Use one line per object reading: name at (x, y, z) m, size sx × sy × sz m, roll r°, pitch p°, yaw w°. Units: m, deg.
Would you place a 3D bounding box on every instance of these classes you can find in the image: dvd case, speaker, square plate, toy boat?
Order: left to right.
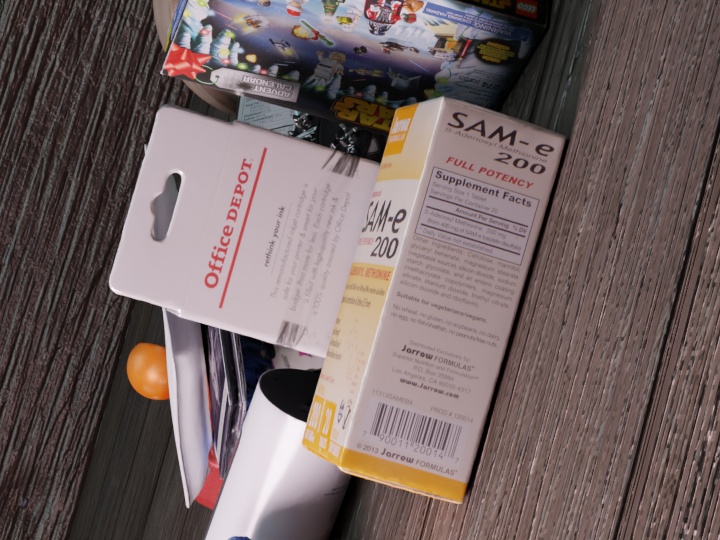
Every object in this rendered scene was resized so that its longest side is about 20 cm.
square plate at (-0.134, 0.041, 1.655) m, size 0.199 × 0.028 × 0.201 m, roll 91°, pitch 170°, yaw -53°
toy boat at (-0.124, 0.087, 1.799) m, size 0.131 × 0.130 × 0.201 m, roll 118°, pitch 164°, yaw -48°
dvd case at (-0.101, 0.028, 1.566) m, size 0.149 × 0.016 × 0.201 m, roll 103°, pitch 160°, yaw -65°
speaker at (-0.058, 0.167, 1.460) m, size 0.081 × 0.081 × 0.201 m, roll -97°, pitch 25°, yaw -66°

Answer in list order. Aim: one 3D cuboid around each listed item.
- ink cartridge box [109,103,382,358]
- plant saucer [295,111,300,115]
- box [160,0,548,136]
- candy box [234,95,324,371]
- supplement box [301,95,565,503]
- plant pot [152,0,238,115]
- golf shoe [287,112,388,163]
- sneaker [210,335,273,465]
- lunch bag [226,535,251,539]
ink cartridge box at (-0.038, -0.015, 1.280) m, size 0.067 × 0.199 × 0.116 m, roll -173°, pitch 100°, yaw -80°
plant saucer at (0.018, -0.148, 1.467) m, size 0.200 × 0.027 × 0.201 m, roll 0°, pitch 90°, yaw 55°
box at (-0.006, -0.142, 1.307) m, size 0.137 × 0.199 × 0.040 m, roll 119°, pitch 162°, yaw -55°
candy box at (-0.047, -0.042, 1.595) m, size 0.200 × 0.061 × 0.137 m, roll -85°, pitch -20°, yaw -52°
supplement box at (0.036, 0.014, 1.196) m, size 0.126 × 0.073 × 0.201 m, roll -177°, pitch 103°, yaw -79°
plant pot at (-0.040, -0.209, 1.723) m, size 0.173 × 0.199 × 0.201 m, roll 21°, pitch 95°, yaw 64°
golf shoe at (0.003, -0.048, 1.410) m, size 0.077 × 0.094 × 0.201 m, roll -17°, pitch 50°, yaw 38°
sneaker at (-0.082, 0.071, 1.653) m, size 0.077 × 0.075 × 0.201 m, roll 55°, pitch -148°, yaw -68°
lunch bag at (-0.072, 0.276, 1.364) m, size 0.161 × 0.082 × 0.201 m, roll -98°, pitch 25°, yaw -61°
